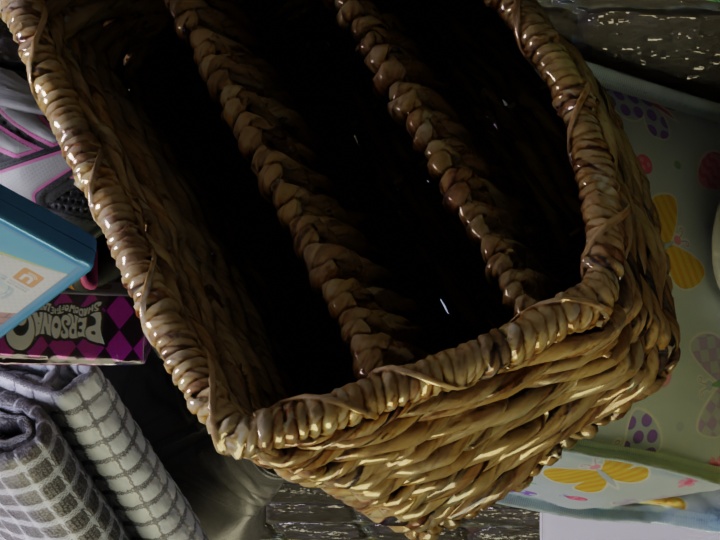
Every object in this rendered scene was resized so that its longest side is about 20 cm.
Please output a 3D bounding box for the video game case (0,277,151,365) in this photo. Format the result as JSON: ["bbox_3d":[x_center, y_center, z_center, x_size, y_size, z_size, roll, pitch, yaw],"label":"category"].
[{"bbox_3d":[-0.181,0.007,1.074,0.181,0.036,0.200,3,-172,-1],"label":"video game case"}]

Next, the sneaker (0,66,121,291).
[{"bbox_3d":[-0.132,-0.034,0.972,0.200,0.086,0.080,-2,161,15],"label":"sneaker"}]

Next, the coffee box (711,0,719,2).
[{"bbox_3d":[0.105,-0.125,0.711,0.200,0.044,0.123,8,163,-19],"label":"coffee box"}]

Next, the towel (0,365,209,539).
[{"bbox_3d":[-0.183,0.098,1.141,0.200,0.086,0.166,14,147,38],"label":"towel"}]

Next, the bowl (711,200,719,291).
[{"bbox_3d":[0.202,-0.007,0.897,0.200,0.200,0.108,17,-178,-41],"label":"bowl"}]

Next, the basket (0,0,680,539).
[{"bbox_3d":[0.003,-0.036,0.747,0.143,0.200,0.149,-35,150,13],"label":"basket"}]

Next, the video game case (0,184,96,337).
[{"bbox_3d":[-0.221,0.007,0.928,0.143,0.018,0.200,30,134,-30],"label":"video game case"}]

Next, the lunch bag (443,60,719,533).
[{"bbox_3d":[0.100,0.016,0.968,0.200,0.170,0.127,12,163,-32],"label":"lunch bag"}]

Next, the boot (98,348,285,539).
[{"bbox_3d":[-0.096,0.053,1.200,0.070,0.200,0.132,-23,153,-38],"label":"boot"}]

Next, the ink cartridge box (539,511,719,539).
[{"bbox_3d":[0.175,0.077,1.108,0.147,0.200,0.145,-4,162,22],"label":"ink cartridge box"}]
